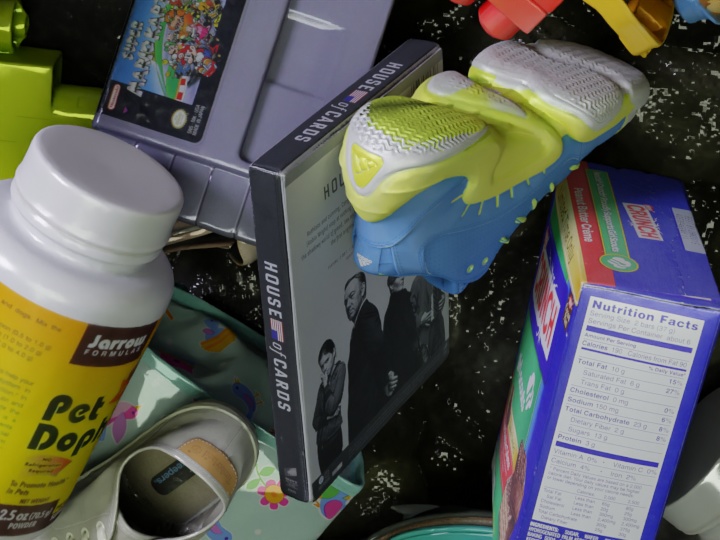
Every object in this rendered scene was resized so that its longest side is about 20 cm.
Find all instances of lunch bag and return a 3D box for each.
[{"bbox_3d":[-0.121,0.103,1.021,0.200,0.122,0.170,31,115,-12],"label":"lunch bag"}]

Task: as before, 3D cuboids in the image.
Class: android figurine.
[{"bbox_3d":[-0.232,-0.069,1.003,0.200,0.041,0.182,5,115,2],"label":"android figurine"}]

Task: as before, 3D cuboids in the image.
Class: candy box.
[{"bbox_3d":[0.123,0.065,0.944,0.077,0.169,0.200,12,114,-2],"label":"candy box"}]

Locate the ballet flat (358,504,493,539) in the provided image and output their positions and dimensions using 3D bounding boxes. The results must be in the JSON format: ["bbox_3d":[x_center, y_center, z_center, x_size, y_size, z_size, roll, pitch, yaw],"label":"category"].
[{"bbox_3d":[0.017,0.174,1.060,0.200,0.068,0.068,-19,112,14],"label":"ballet flat"}]

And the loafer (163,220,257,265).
[{"bbox_3d":[-0.080,-0.025,0.965,0.200,0.072,0.063,-3,73,-7],"label":"loafer"}]

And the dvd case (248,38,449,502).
[{"bbox_3d":[0.000,0.000,0.928,0.025,0.150,0.200,16,128,28],"label":"dvd case"}]

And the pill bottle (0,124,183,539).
[{"bbox_3d":[-0.163,0.031,0.885,0.109,0.109,0.200,27,113,-5],"label":"pill bottle"}]

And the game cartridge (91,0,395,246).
[{"bbox_3d":[-0.056,-0.118,0.920,0.130,0.038,0.200,18,89,-4],"label":"game cartridge"}]

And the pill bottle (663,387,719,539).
[{"bbox_3d":[0.262,0.154,0.995,0.200,0.112,0.112,36,113,-8],"label":"pill bottle"}]

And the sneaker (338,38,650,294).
[{"bbox_3d":[0.063,-0.052,0.911,0.076,0.200,0.105,39,131,36],"label":"sneaker"}]

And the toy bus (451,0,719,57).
[{"bbox_3d":[0.138,-0.174,0.869,0.200,0.136,0.192,36,126,-11],"label":"toy bus"}]

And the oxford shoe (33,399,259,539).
[{"bbox_3d":[-0.133,0.142,0.945,0.075,0.058,0.200,44,114,-10],"label":"oxford shoe"}]
